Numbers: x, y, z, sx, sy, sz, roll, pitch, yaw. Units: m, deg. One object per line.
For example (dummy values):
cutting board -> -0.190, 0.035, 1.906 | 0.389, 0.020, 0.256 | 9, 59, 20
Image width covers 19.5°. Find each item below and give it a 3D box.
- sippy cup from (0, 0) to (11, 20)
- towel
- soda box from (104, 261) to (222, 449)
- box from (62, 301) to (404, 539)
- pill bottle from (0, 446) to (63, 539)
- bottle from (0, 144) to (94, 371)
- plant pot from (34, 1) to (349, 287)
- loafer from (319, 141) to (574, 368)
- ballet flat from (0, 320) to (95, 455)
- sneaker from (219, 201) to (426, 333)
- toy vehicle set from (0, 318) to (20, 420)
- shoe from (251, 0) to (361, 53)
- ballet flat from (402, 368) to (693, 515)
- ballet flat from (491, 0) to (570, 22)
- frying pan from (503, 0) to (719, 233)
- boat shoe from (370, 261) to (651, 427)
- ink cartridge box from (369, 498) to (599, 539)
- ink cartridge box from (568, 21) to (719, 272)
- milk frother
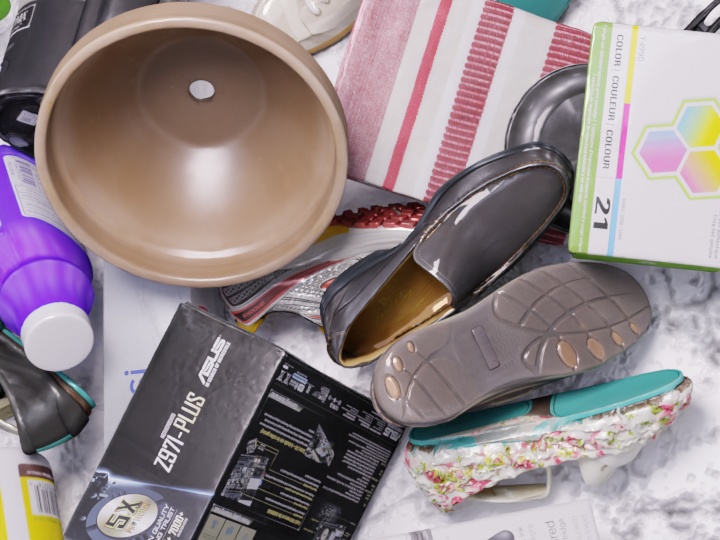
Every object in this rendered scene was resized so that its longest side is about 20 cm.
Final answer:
sippy cup -> -0.297, -0.268, 1.562 | 0.130, 0.140, 0.178 | -18, 96, 3
towel -> 0.081, -0.107, 1.396 | 0.199, 0.023, 0.144 | 18, 88, -6
soda box -> -0.135, 0.057, 1.446 | 0.068, 0.063, 0.201 | -6, 75, 17
box -> -0.074, 0.131, 1.338 | 0.086, 0.200, 0.164 | 24, 86, 29
pill bottle -> -0.250, 0.229, 1.426 | 0.109, 0.109, 0.201 | -16, 72, 14
bottle -> -0.227, -0.007, 1.450 | 0.065, 0.084, 0.200 | -41, 39, 11
plant pot -> -0.105, -0.096, 1.353 | 0.200, 0.201, 0.093 | -17, 34, 14
loafer -> 0.058, -0.003, 1.343 | 0.200, 0.072, 0.073 | -42, 109, 18
ballet flat -> -0.267, 0.055, 1.455 | 0.068, 0.068, 0.200 | -43, 59, -8
sneaker -> 0.000, 0.000, 1.428 | 0.199, 0.078, 0.082 | -6, 102, 13
toy vehicle set -> -0.313, 0.026, 1.542 | 0.124, 0.027, 0.200 | -25, 70, 11
shoe -> -0.003, -0.223, 1.485 | 0.200, 0.053, 0.070 | -35, 68, 7
ballet flat -> 0.125, 0.113, 1.361 | 0.199, 0.076, 0.064 | -14, 103, 19
ballet flat -> 0.079, -0.160, 1.441 | 0.069, 0.069, 0.200 | 36, 91, 23
frying pan -> 0.186, -0.096, 1.386 | 0.190, 0.031, 0.115 | -24, 93, -3
boat shoe -> 0.092, 0.048, 1.360 | 0.199, 0.073, 0.075 | -17, 82, -18
ink cartridge box -> 0.058, 0.234, 1.296 | 0.199, 0.085, 0.146 | -10, 72, -8
ink cartridge box -> 0.238, -0.072, 1.319 | 0.199, 0.076, 0.148 | 6, 89, 6
milk frother -> -0.138, -0.166, 1.485 | 0.180, 0.200, 0.189 | -13, 57, 47
